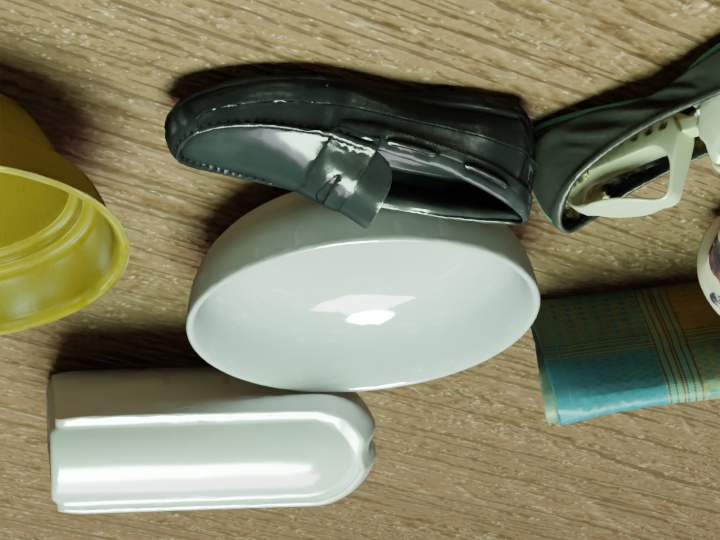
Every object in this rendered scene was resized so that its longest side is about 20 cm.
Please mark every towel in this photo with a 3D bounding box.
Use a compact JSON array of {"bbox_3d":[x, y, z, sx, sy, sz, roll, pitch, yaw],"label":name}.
[{"bbox_3d":[0.201,0.043,1.523,0.199,0.147,0.022,-7,113,3],"label":"towel"}]

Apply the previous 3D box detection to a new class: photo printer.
[{"bbox_3d":[-0.091,0.101,1.571,0.199,0.070,0.166,-1,-172,-7],"label":"photo printer"}]

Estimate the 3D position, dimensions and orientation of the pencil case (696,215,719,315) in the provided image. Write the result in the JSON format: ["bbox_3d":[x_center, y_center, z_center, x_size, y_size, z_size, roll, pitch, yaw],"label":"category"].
[{"bbox_3d":[0.263,-0.032,1.418,0.078,0.090,0.200,7,152,-23],"label":"pencil case"}]

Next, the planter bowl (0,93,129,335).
[{"bbox_3d":[-0.219,-0.042,1.313,0.200,0.084,0.201,-4,154,-2],"label":"planter bowl"}]

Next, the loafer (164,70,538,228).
[{"bbox_3d":[-0.002,-0.059,1.334,0.200,0.071,0.068,4,152,-18],"label":"loafer"}]

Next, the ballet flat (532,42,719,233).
[{"bbox_3d":[0.175,-0.070,1.346,0.200,0.069,0.068,-25,147,35],"label":"ballet flat"}]

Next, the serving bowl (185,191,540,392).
[{"bbox_3d":[0.000,0.000,1.459,0.200,0.066,0.200,-4,154,-2],"label":"serving bowl"}]
